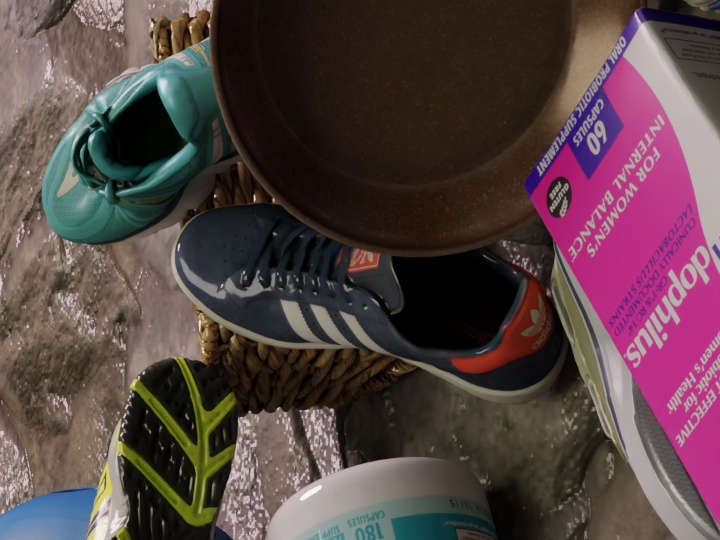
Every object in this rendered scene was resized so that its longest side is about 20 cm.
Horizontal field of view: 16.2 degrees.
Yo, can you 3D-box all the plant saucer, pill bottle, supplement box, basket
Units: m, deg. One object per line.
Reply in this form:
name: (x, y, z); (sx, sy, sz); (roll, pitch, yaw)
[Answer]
plant saucer: (0.028, -0.108, 1.115); (0.037, 0.199, 0.202); (-133, 54, -69)
pill bottle: (0.027, 0.197, 1.173); (0.111, 0.110, 0.201); (-45, 50, 44)
supplement box: (0.163, 0.002, 1.004); (0.101, 0.103, 0.201); (-58, 43, 33)
basket: (-0.022, -0.032, 1.325); (0.143, 0.148, 0.201); (88, 171, -66)

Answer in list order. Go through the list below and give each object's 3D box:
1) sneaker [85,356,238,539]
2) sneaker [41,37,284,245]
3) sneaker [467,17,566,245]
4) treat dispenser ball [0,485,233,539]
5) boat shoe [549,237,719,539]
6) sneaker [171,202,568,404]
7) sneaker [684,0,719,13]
sneaker: (-0.101, 0.147, 1.232); (0.076, 0.075, 0.201); (121, 165, -69)
sneaker: (-0.107, -0.062, 1.197); (0.200, 0.079, 0.078); (-32, 83, 53)
sneaker: (0.022, -0.099, 1.207); (0.199, 0.075, 0.116); (25, 100, 17)
treat dispenser ball: (-0.138, 0.215, 1.339); (0.200, 0.200, 0.202); (-12, 76, 55)
boat shoe: (0.133, 0.049, 1.087); (0.062, 0.072, 0.201); (96, 160, -51)
sneaker: (0.000, 0.000, 1.180); (0.199, 0.085, 0.075); (13, 70, 16)
sneaker: (0.135, -0.215, 1.091); (0.077, 0.085, 0.201); (-21, 68, 53)
